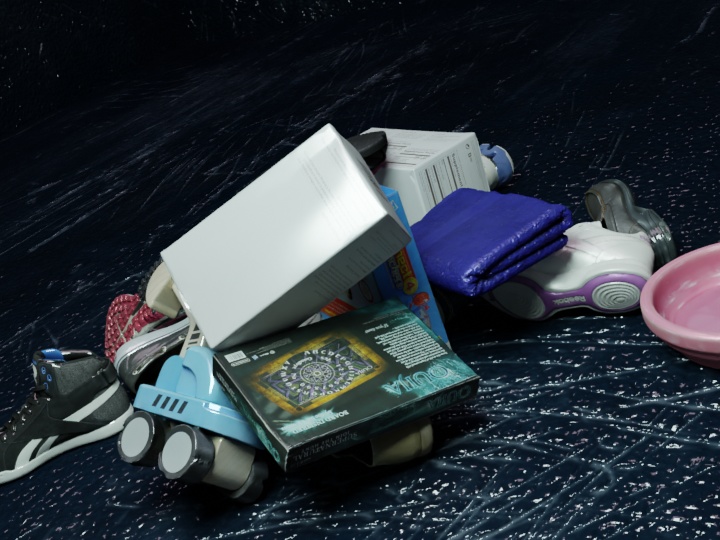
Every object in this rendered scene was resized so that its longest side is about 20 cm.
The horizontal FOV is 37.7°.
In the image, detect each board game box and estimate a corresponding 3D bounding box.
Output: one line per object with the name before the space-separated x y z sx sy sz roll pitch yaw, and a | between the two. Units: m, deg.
board game box | 0.000 0.000 1.110 0.055 0.198 0.199 -29 25 -19
board game box | -0.013 0.093 0.923 0.197 0.029 0.135 -16 40 -29

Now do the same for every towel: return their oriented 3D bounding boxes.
towel | 0.114 -0.027 1.095 0.147 0.050 0.199 -34 22 -17

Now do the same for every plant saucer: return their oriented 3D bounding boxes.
plant saucer | 0.360 0.032 0.967 0.197 0.052 0.201 -15 21 6

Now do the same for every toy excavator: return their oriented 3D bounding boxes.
toy excavator | -0.151 0.095 0.992 0.192 0.099 0.203 8 73 42

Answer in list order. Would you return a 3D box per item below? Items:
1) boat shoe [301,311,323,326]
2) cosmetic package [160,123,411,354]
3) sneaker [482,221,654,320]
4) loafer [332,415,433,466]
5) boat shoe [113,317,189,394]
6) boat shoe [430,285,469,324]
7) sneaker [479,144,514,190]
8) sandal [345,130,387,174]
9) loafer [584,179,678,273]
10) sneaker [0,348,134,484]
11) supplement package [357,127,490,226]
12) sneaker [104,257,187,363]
boat shoe | -0.078 0.038 1.259 0.071 0.067 0.201 -15 22 6
cosmetic package | -0.067 -0.020 0.950 0.199 0.114 0.081 -36 -25 9
sneaker | 0.211 -0.002 1.106 0.197 0.076 0.100 0 44 24
loafer | -0.018 0.128 0.981 0.067 0.077 0.198 -16 17 -37
boat shoe | -0.190 0.089 1.241 0.198 0.069 0.057 -25 43 -16
boat shoe | 0.045 0.013 1.216 0.061 0.076 0.199 -30 26 -27
sneaker | 0.107 -0.130 1.499 0.197 0.082 0.115 0 25 33
sandal | 0.000 -0.131 1.229 0.074 0.046 0.200 -8 11 12
loafer | 0.285 -0.049 1.191 0.071 0.074 0.200 -22 21 0
sneaker | -0.356 0.148 1.145 0.197 0.113 0.073 -23 21 -14
supplement package | 0.059 -0.083 1.321 0.110 0.158 0.199 -32 26 -30
sneaker | -0.250 0.060 1.289 0.074 0.082 0.199 16 -38 -40
